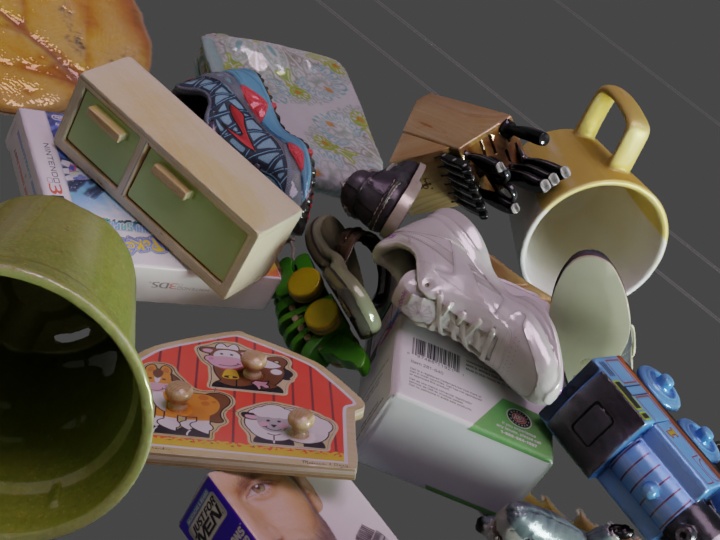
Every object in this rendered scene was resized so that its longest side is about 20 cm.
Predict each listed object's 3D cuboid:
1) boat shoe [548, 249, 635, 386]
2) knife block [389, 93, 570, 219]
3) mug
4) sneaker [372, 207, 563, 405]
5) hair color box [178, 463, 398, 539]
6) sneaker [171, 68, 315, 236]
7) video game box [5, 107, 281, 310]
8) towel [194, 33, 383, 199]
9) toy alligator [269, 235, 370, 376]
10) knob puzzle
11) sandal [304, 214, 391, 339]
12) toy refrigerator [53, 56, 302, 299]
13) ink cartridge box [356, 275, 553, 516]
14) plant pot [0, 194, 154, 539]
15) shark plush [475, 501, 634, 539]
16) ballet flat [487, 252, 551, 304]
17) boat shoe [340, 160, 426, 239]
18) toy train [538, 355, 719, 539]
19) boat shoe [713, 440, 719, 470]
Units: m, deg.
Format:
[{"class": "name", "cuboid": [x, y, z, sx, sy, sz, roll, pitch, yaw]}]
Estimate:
[{"class": "boat shoe", "cuboid": [0.207, 0.063, 1.266, 0.071, 0.201, 0.063, 0, 33, 21]}, {"class": "knife block", "cuboid": [0.125, -0.120, 1.428, 0.200, 0.174, 0.064, -67, 140, -55]}, {"class": "mug", "cuboid": [0.226, -0.075, 1.453, 0.149, 0.186, 0.154, 44, 16, -32]}, {"class": "sneaker", "cuboid": [0.083, 0.038, 1.160, 0.099, 0.075, 0.200, -17, 51, -29]}, {"class": "hair color box", "cuboid": [-0.022, 0.217, 1.006, 0.109, 0.065, 0.200, -16, 55, -46]}, {"class": "sneaker", "cuboid": [-0.108, -0.096, 1.248, 0.095, 0.080, 0.200, -5, 42, -29]}, {"class": "video game box", "cuboid": [-0.184, -0.051, 1.223, 0.199, 0.047, 0.183, 5, 45, -33]}, {"class": "towel", "cuboid": [-0.070, -0.151, 1.425, 0.170, 0.048, 0.201, 9, 41, -27]}, {"class": "toy alligator", "cuboid": [-0.051, 0.027, 1.227, 0.054, 0.059, 0.201, -30, 48, -2]}, {"class": "knob puzzle", "cuboid": [-0.093, 0.085, 1.082, 0.217, 0.031, 0.220, 7, 22, -3]}, {"class": "sandal", "cuboid": [0.001, 0.001, 1.234, 0.080, 0.057, 0.201, 55, 3, -21]}, {"class": "toy refrigerator", "cuboid": [-0.150, -0.075, 1.172, 0.200, 0.076, 0.070, 42, 37, 12]}, {"class": "ink cartridge box", "cuboid": [0.079, 0.087, 1.216, 0.144, 0.084, 0.201, 23, 37, -12]}, {"class": "plant pot", "cuboid": [-0.227, 0.045, 0.974, 0.199, 0.201, 0.185, 23, 24, -12]}, {"class": "shark plush", "cuboid": [0.181, 0.227, 1.125, 0.199, 0.084, 0.091, 21, 35, -15]}, {"class": "ballet flat", "cuboid": [0.118, 0.025, 1.340, 0.199, 0.069, 0.063, 29, 49, -2]}, {"class": "boat shoe", "cuboid": [0.015, -0.074, 1.294, 0.062, 0.073, 0.200, 30, 9, -3]}, {"class": "toy train", "cuboid": [0.233, 0.155, 1.142, 0.200, 0.087, 0.114, 53, 26, 22]}, {"class": "boat shoe", "cuboid": [0.353, 0.218, 1.278, 0.074, 0.066, 0.200, 16, 38, -20]}]
